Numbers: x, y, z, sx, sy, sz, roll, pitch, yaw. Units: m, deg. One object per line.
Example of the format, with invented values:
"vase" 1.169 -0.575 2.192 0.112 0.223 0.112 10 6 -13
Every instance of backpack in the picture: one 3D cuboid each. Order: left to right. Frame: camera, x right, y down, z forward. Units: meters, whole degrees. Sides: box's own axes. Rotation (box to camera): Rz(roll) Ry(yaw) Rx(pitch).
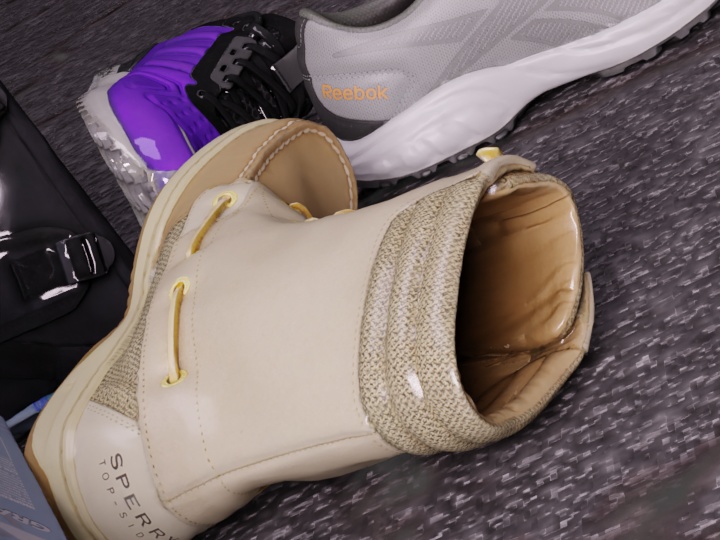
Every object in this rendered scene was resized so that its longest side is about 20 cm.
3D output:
"backpack" -0.193 0.017 0.838 0.200 0.163 0.154 -39 10 -6

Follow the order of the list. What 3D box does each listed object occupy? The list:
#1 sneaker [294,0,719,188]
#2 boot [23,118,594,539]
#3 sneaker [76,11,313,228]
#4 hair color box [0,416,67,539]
"sneaker" 0.067 -0.108 0.867 0.200 0.079 0.074 -29 16 -3
"boot" 0.000 0.000 0.681 0.155 0.073 0.200 -22 22 31
"sneaker" -0.060 -0.071 0.980 0.099 0.070 0.200 -26 19 3
"hair color box" -0.123 0.095 0.579 0.099 0.061 0.200 -64 20 3
